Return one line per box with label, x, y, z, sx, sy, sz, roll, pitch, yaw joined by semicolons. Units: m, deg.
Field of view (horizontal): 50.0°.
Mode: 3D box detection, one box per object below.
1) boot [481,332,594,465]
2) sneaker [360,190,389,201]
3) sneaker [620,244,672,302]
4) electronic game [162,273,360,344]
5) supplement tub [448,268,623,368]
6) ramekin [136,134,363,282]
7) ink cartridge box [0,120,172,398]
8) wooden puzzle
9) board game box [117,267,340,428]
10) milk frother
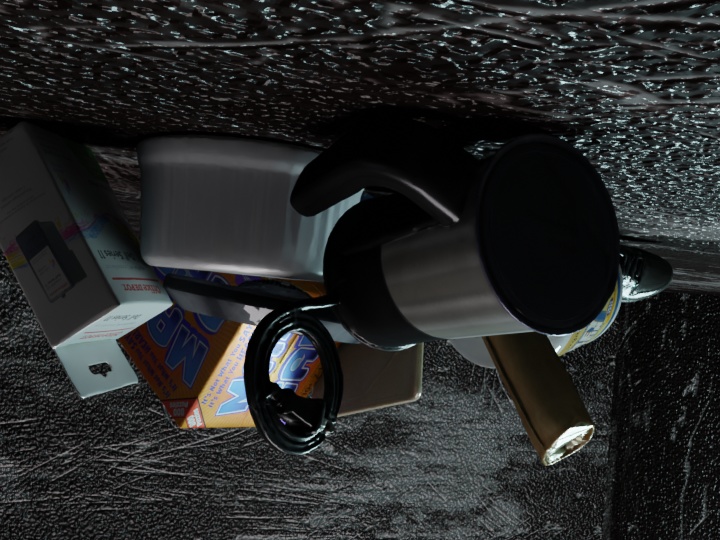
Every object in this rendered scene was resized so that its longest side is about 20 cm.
boot;0.130;0.041;0.638;0.065;0.203;0.176;-24;152;2
sneaker;0.030;-0.044;0.788;0.195;0.079;0.085;5;-177;22
sneaker;0.340;0.001;1.040;0.194;0.078;0.079;5;177;-13
electronic game;-0.075;0.029;0.680;0.195;0.043;0.200;12;176;1
supplement tub;0.184;0.023;0.827;0.142;0.149;0.198;4;-171;38
ramekin;-0.094;-0.046;0.658;0.195;0.101;0.200;6;179;0
ink cartridge box;-0.224;-0.007;0.627;0.066;0.203;0.117;-29;176;5
wooden puzzle;0.014;0.091;0.985;0.037;0.189;0.198;29;143;-36
board game box;-0.156;0.051;0.970;0.199;0.202;0.198;42;-164;32
milk frother;0.034;0.024;0.498;0.177;0.206;0.187;15;165;-27
